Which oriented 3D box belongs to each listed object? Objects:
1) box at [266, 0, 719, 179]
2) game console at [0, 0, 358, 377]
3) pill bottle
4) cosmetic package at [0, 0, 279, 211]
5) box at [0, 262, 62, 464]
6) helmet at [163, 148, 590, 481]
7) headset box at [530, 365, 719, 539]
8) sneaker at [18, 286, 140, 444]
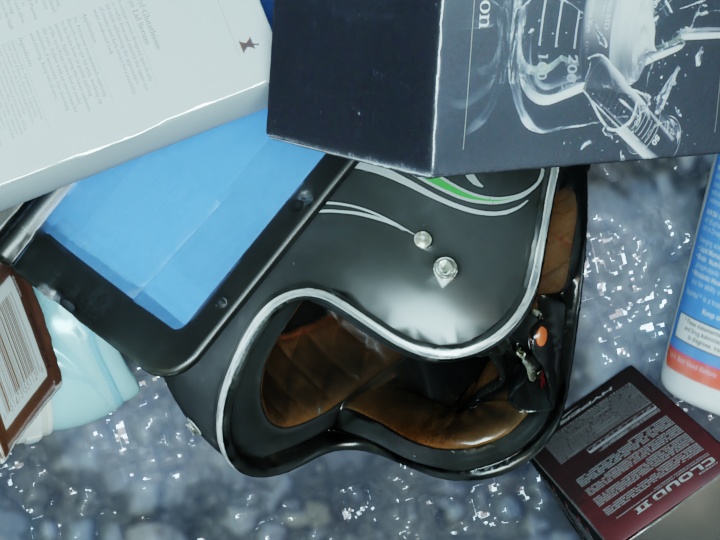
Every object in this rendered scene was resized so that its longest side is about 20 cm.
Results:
[{"bbox_3d":[0.067,-0.148,1.084,0.181,0.104,0.201,-7,106,-41],"label":"box"},{"bbox_3d":[-0.097,-0.090,1.141,0.176,0.116,0.200,43,80,-26],"label":"game console"},{"bbox_3d":[0.222,-0.026,1.306,0.112,0.112,0.201,11,99,-13],"label":"pill bottle"},{"bbox_3d":[-0.134,-0.140,1.112,0.150,0.052,0.201,-21,83,-4],"label":"cosmetic package"},{"bbox_3d":[-0.245,0.062,1.199,0.199,0.100,0.075,-14,106,15],"label":"box"},{"bbox_3d":[0.000,0.000,1.225,0.190,0.200,0.201,6,101,13],"label":"helmet"},{"bbox_3d":[0.165,0.146,1.283,0.077,0.200,0.149,-35,105,-3],"label":"headset box"},{"bbox_3d":[-0.147,-0.023,1.258,0.082,0.074,0.201,-14,110,-20],"label":"sneaker"}]
